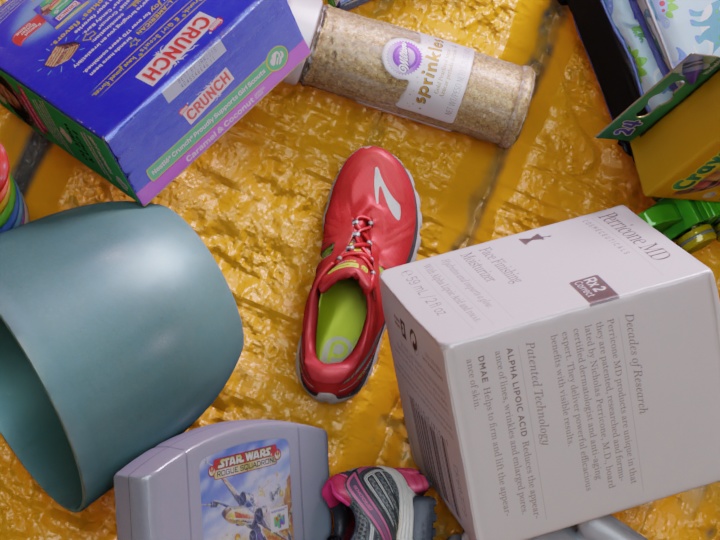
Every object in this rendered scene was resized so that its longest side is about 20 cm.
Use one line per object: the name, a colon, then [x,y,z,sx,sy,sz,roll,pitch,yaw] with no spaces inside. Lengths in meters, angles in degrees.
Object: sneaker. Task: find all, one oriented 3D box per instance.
sneaker: [0.005,0.241,1.608,0.075,0.081,0.200,5,78,-26]
sneaker: [0.000,0.000,1.652,0.077,0.085,0.200,10,78,4]

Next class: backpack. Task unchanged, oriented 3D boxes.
backpack: [0.276,-0.207,1.707,0.200,0.147,0.183,-21,85,-14]

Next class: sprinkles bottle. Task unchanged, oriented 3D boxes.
sprinkles bottle: [0.030,-0.152,1.699,0.200,0.068,0.068,17,78,-6]

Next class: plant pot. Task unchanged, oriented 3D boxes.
plant pot: [-0.181,0.043,1.572,0.161,0.201,0.201,-31,85,-21]

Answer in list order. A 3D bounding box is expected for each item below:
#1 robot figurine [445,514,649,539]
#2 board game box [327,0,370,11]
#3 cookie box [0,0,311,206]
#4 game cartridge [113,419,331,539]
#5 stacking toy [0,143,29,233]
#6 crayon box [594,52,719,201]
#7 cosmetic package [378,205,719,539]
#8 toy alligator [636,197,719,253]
robot figurine: [0.150,0.248,1.619,0.200,0.113,0.170,34,117,-1]
board game box: [0.041,-0.299,1.745,0.200,0.034,0.135,-26,84,-12]
cookie box: [-0.163,-0.161,1.612,0.171,0.075,0.200,-43,45,-13]
game cartridge: [-0.091,0.174,1.566,0.200,0.042,0.133,-10,103,-51]
stacking toy: [-0.276,-0.052,1.567,0.085,0.200,0.085,1,80,-8]
crayon box: [0.291,-0.099,1.643,0.200,0.126,0.052,3,63,-31]
cosmetic package: [0.140,0.073,1.596,0.200,0.165,0.165,-16,112,-11]
toy alligator: [0.273,-0.051,1.723,0.200,0.054,0.059,-19,77,-38]
